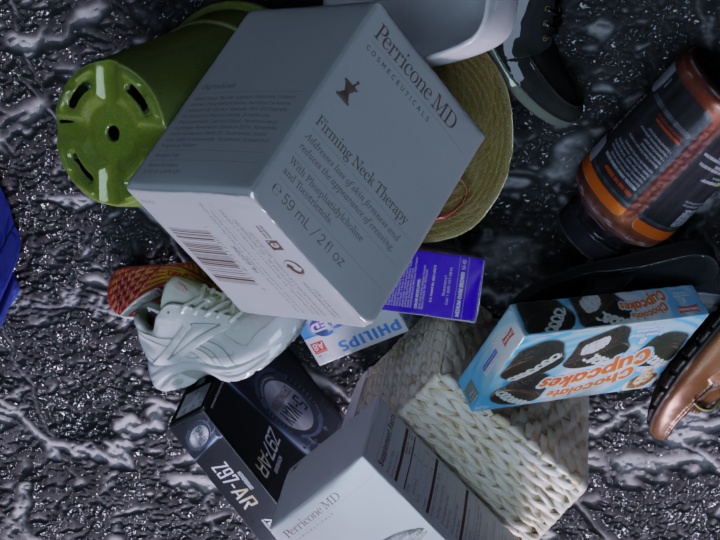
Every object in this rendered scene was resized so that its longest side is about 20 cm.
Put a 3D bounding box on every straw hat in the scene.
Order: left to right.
[{"bbox_3d":[0.058,-0.130,1.622,0.201,0.085,0.202,4,102,20],"label":"straw hat"}]

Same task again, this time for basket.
[{"bbox_3d":[0.103,0.157,1.716,0.198,0.200,0.161,38,113,-10],"label":"basket"}]

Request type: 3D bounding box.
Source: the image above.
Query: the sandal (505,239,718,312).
[{"bbox_3d":[0.223,0.025,1.617,0.200,0.048,0.075,-18,146,18],"label":"sandal"}]

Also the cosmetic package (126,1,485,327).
[{"bbox_3d":[-0.043,-0.087,1.455,0.166,0.200,0.167,5,145,48],"label":"cosmetic package"}]

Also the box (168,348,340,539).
[{"bbox_3d":[-0.098,0.146,1.741,0.043,0.200,0.160,-28,110,24],"label":"box"}]

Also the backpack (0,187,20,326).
[{"bbox_3d":[-0.446,0.010,1.753,0.199,0.163,0.168,-6,121,12],"label":"backpack"}]

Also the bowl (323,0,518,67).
[{"bbox_3d":[0.059,-0.262,1.497,0.200,0.075,0.200,-3,83,46],"label":"bowl"}]

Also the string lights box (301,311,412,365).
[{"bbox_3d":[-0.039,-0.018,1.720,0.103,0.059,0.200,-23,112,20],"label":"string lights box"}]

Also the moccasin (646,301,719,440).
[{"bbox_3d":[0.330,0.083,1.634,0.078,0.074,0.202,34,115,-2],"label":"moccasin"}]

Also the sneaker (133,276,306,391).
[{"bbox_3d":[-0.137,0.048,1.642,0.200,0.078,0.100,-17,112,37],"label":"sneaker"}]

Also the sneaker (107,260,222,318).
[{"bbox_3d":[-0.148,0.019,1.740,0.200,0.077,0.073,6,92,29],"label":"sneaker"}]

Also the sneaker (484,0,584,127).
[{"bbox_3d":[0.158,-0.222,1.562,0.106,0.075,0.200,-29,108,27],"label":"sneaker"}]

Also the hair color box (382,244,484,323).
[{"bbox_3d":[0.000,0.000,1.623,0.199,0.109,0.065,6,94,-13],"label":"hair color box"}]

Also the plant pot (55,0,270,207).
[{"bbox_3d":[-0.160,-0.130,1.568,0.200,0.190,0.201,8,104,32],"label":"plant pot"}]

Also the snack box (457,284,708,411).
[{"bbox_3d":[0.196,0.068,1.590,0.200,0.037,0.116,-6,145,-29],"label":"snack box"}]

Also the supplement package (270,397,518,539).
[{"bbox_3d":[0.035,0.235,1.586,0.117,0.117,0.200,-40,102,21],"label":"supplement package"}]

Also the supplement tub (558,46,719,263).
[{"bbox_3d":[0.264,-0.094,1.596,0.107,0.107,0.200,37,118,-10],"label":"supplement tub"}]

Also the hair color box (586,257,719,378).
[{"bbox_3d":[0.306,0.048,1.693,0.199,0.061,0.099,7,119,6],"label":"hair color box"}]
